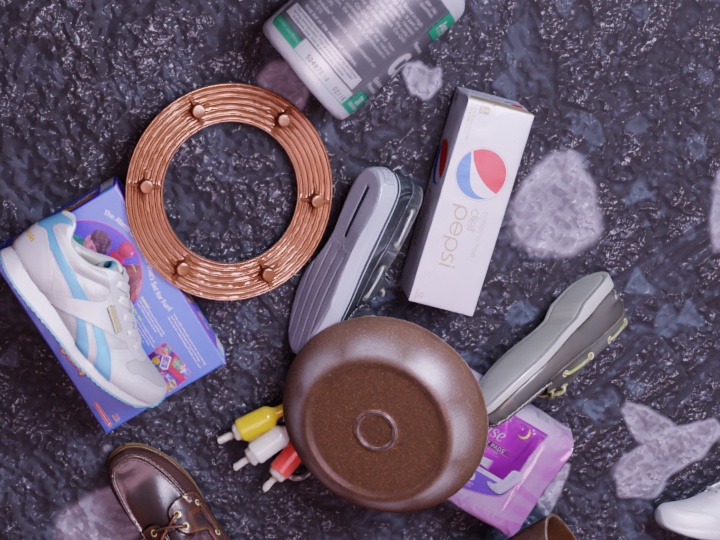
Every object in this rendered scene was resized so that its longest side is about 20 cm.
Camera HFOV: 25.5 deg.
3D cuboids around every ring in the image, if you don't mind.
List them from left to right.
[{"bbox_3d":[-0.117,-0.071,1.463,0.199,0.019,0.202,-3,100,-19],"label":"ring"}]

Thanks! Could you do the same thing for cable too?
[{"bbox_3d":[-0.038,0.133,1.537,0.200,0.050,0.097,-41,103,6],"label":"cable"}]

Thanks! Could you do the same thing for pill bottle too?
[{"bbox_3d":[0.020,-0.239,1.410,0.200,0.113,0.113,-41,107,5],"label":"pill bottle"}]

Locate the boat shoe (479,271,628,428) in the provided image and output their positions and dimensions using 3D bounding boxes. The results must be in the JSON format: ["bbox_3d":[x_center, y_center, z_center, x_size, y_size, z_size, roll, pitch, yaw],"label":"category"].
[{"bbox_3d":[0.184,0.085,1.515,0.202,0.072,0.060,-43,109,-25],"label":"boat shoe"}]

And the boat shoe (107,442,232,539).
[{"bbox_3d":[-0.172,0.253,1.545,0.070,0.070,0.200,-39,106,5],"label":"boat shoe"}]

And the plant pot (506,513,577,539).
[{"bbox_3d":[0.136,0.367,1.576,0.199,0.187,0.188,-26,108,15],"label":"plant pot"}]

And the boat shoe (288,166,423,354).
[{"bbox_3d":[0.000,0.000,1.495,0.070,0.072,0.201,15,114,-33],"label":"boat shoe"}]

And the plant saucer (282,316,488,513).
[{"bbox_3d":[0.018,0.142,1.472,0.199,0.037,0.202,6,112,15],"label":"plant saucer"}]

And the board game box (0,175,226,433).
[{"bbox_3d":[-0.233,0.033,1.486,0.134,0.045,0.201,-29,107,1],"label":"board game box"}]

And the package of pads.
[{"bbox_3d":[0.096,0.159,1.551,0.199,0.076,0.121,31,101,-15],"label":"package of pads"}]

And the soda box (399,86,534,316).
[{"bbox_3d":[0.098,-0.065,1.495,0.068,0.064,0.202,13,103,-11],"label":"soda box"}]

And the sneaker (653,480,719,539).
[{"bbox_3d":[0.392,0.230,1.623,0.198,0.070,0.081,-3,97,-13],"label":"sneaker"}]

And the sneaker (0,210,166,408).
[{"bbox_3d":[-0.233,0.040,1.426,0.081,0.077,0.200,-37,109,2],"label":"sneaker"}]
